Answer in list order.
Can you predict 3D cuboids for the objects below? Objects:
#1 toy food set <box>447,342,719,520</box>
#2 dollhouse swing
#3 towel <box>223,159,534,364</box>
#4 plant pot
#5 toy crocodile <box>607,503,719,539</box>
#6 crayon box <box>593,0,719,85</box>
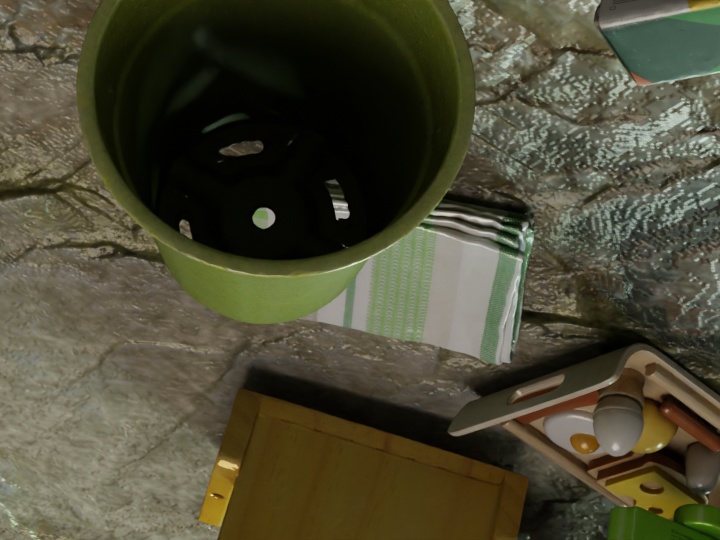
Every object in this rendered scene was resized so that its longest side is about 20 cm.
[{"bbox_3d":[0.174,0.125,1.716,0.200,0.061,0.143,36,141,-30],"label":"toy food set"},{"bbox_3d":[-0.013,0.199,1.760,0.199,0.176,0.182,17,155,-2],"label":"dollhouse swing"},{"bbox_3d":[0.000,0.000,1.617,0.199,0.031,0.149,10,146,4],"label":"towel"},{"bbox_3d":[-0.048,-0.057,1.426,0.199,0.201,0.190,12,158,0],"label":"plant pot"},{"bbox_3d":[0.237,0.199,1.723,0.199,0.068,0.062,19,150,-25],"label":"toy crocodile"},{"bbox_3d":[0.212,-0.161,1.213,0.199,0.127,0.051,-8,142,30],"label":"crayon box"}]
